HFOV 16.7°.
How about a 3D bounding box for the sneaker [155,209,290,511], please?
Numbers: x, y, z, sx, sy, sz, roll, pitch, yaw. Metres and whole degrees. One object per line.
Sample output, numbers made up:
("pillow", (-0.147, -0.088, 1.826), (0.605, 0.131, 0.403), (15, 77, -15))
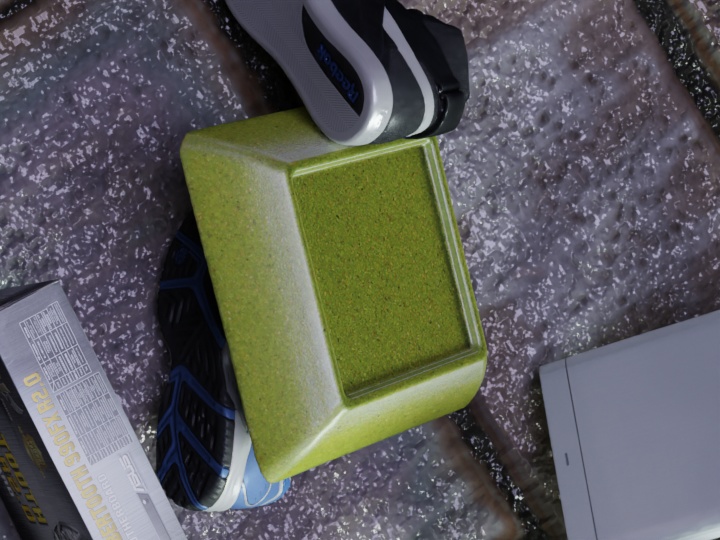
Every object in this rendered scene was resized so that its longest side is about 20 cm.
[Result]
("sneaker", (-0.070, 0.042, 1.422), (0.077, 0.075, 0.201), (17, 78, -47))

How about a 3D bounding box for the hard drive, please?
("hard drive", (0.210, 0.091, 1.456), (0.027, 0.199, 0.133), (39, 38, -56))

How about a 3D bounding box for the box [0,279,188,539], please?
("box", (-0.160, 0.106, 1.325), (0.048, 0.158, 0.201), (-29, 99, -21))

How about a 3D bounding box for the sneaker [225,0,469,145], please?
("sneaker", (-0.007, -0.152, 1.438), (0.111, 0.073, 0.201), (-1, 54, -44))

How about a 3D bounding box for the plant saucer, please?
("plant saucer", (0.000, 0.000, 1.410), (0.199, 0.048, 0.201), (-17, 94, -50))
